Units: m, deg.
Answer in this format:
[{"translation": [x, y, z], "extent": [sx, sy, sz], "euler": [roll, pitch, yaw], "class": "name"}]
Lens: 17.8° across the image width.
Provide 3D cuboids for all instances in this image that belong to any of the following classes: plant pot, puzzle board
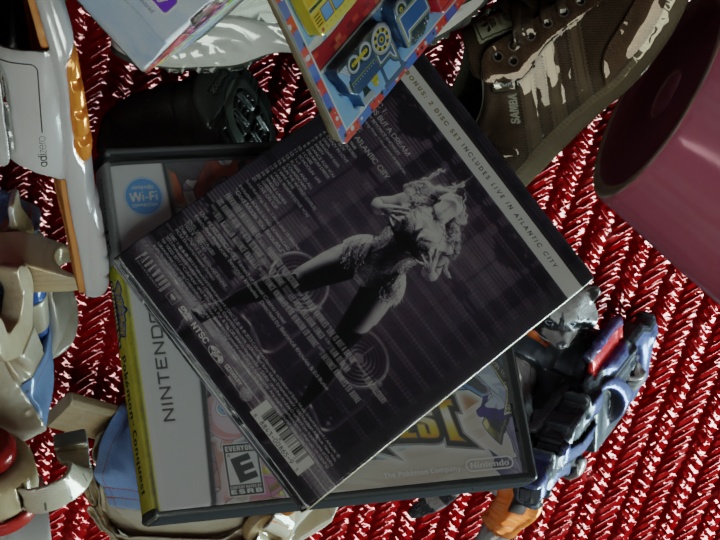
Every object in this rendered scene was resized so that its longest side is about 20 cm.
[{"translation": [0.231, -0.051, 1.217], "extent": [0.179, 0.200, 0.200], "euler": [28, 116, -12], "class": "plant pot"}, {"translation": [0.021, -0.180, 1.084], "extent": [0.200, 0.017, 0.151], "euler": [-52, 135, -29], "class": "puzzle board"}]

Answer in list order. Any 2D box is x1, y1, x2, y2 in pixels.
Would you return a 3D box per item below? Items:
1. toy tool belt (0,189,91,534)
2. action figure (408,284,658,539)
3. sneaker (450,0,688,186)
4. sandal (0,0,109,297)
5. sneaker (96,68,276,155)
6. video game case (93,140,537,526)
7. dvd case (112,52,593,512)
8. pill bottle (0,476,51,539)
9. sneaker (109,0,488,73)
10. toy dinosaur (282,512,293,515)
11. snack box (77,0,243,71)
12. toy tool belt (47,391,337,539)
[{"translation": [-0.198, 0.022, 1.139], "extent": [0.125, 0.200, 0.123], "euler": [-10, 129, -4], "class": "toy tool belt"}, {"translation": [0.090, 0.090, 1.316], "extent": [0.104, 0.200, 0.194], "euler": [24, 117, 16], "class": "action figure"}, {"translation": [0.096, -0.117, 1.199], "extent": [0.075, 0.071, 0.200], "euler": [26, 116, -28], "class": "sneaker"}, {"translation": [-0.155, -0.066, 1.039], "extent": [0.059, 0.079, 0.207], "euler": [-13, 128, -11], "class": "sandal"}, {"translation": [-0.070, -0.035, 1.226], "extent": [0.091, 0.076, 0.200], "euler": [-10, 137, 21], "class": "sneaker"}, {"translation": [-0.021, 0.025, 1.118], "extent": [0.199, 0.181, 0.025], "euler": [-4, 165, -22], "class": "video game case"}, {"translation": [0.000, 0.000, 1.112], "extent": [0.200, 0.149, 0.016], "euler": [-37, 179, -26], "class": "dvd case"}, {"translation": [-0.275, 0.165, 1.290], "extent": [0.199, 0.111, 0.111], "euler": [-4, 127, -11], "class": "pill bottle"}, {"translation": [-0.027, -0.147, 1.146], "extent": [0.200, 0.074, 0.080], "euler": [-6, 111, -14], "class": "sneaker"}, {"translation": [0.013, 0.060, 1.216], "extent": [0.182, 0.105, 0.200], "euler": [-49, 150, 0], "class": "toy dinosaur"}, {"translation": [-0.132, -0.183, 0.998], "extent": [0.053, 0.142, 0.200], "euler": [-40, 95, 13], "class": "snack box"}, {"translation": [-0.066, 0.092, 1.277], "extent": [0.200, 0.125, 0.123], "euler": [-17, 127, 20], "class": "toy tool belt"}]
